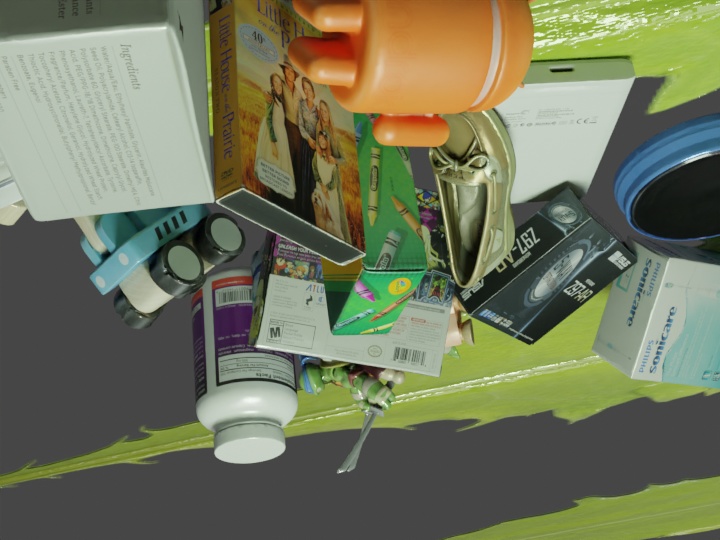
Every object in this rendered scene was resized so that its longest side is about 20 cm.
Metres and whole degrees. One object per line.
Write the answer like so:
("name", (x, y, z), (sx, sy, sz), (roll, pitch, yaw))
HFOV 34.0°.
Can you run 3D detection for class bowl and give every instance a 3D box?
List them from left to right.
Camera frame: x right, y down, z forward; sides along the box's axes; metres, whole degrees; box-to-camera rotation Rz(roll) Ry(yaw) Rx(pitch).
("bowl", (0.364, -0.092, 1.224), (0.198, 0.040, 0.201), (-5, 152, -3))

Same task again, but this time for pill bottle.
("pill bottle", (-0.128, 0.104, 1.298), (0.111, 0.202, 0.113), (-5, 153, -3))

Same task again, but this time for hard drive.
("hard drive", (0.172, -0.128, 1.124), (0.130, 0.027, 0.201), (-4, 152, -6))

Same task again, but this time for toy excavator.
("toy excavator", (-0.239, -0.045, 1.117), (0.100, 0.201, 0.194), (-37, -178, 42))

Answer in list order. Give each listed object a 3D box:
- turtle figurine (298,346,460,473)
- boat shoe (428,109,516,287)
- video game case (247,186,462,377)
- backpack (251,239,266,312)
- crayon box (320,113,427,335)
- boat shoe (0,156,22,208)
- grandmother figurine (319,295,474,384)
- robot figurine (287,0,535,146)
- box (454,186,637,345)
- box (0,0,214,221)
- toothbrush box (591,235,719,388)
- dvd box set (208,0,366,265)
("turtle figurine", (0.034, 0.148, 1.448), (0.193, 0.201, 0.144), (-25, 148, -1))
("boat shoe", (0.100, -0.074, 1.101), (0.073, 0.063, 0.202), (21, 141, 29))
("video game case", (0.000, 0.000, 1.151), (0.198, 0.183, 0.036), (10, 178, -22))
("backpack", (-0.018, 0.014, 1.244), (0.198, 0.155, 0.163), (16, 153, -16))
("crayon box", (0.002, -0.059, 1.023), (0.058, 0.202, 0.119), (0, 151, -16))
("boat shoe", (-0.243, -0.119, 0.992), (0.199, 0.074, 0.066), (-27, 109, -1))
("grandmother figurine", (0.031, 0.072, 1.375), (0.198, 0.123, 0.061), (-7, 166, 10))
("robot figurine", (0.047, -0.176, 0.898), (0.198, 0.145, 0.117), (-3, 167, -22))
("box", (0.201, 0.001, 1.265), (0.160, 0.044, 0.200), (-39, 154, 13))
("box", (-0.173, -0.170, 0.775), (0.129, 0.201, 0.200), (-5, 152, -2))
("toothbrush box", (0.388, 0.053, 1.373), (0.198, 0.085, 0.148), (7, 106, -28))
("dvd box set", (-0.055, -0.119, 0.897), (0.029, 0.202, 0.146), (-22, 149, 31))
